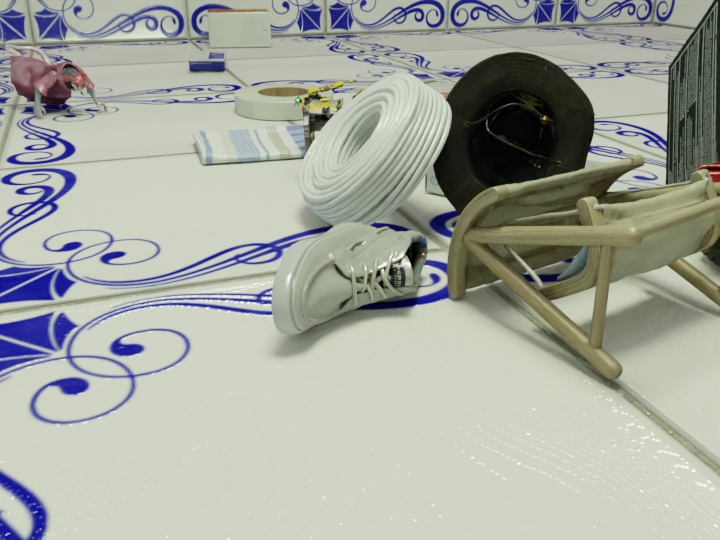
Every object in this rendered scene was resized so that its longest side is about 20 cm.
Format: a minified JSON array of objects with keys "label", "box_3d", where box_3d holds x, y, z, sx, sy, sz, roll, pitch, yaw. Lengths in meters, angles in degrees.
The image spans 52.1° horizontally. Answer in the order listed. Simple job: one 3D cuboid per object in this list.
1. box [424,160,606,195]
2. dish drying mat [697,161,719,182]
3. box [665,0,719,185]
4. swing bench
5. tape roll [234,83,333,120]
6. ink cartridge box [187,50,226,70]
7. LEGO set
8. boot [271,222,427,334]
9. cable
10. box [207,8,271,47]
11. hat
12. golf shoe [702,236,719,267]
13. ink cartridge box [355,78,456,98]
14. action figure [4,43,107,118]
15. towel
[{"label":"box","box_3d":[0.210,-0.125,0.990,0.198,0.042,0.155,15,28,32]},{"label":"dish drying mat","box_3d":[0.401,-0.075,0.768,0.076,0.018,0.199,6,-10,31]},{"label":"box","box_3d":[0.431,-0.179,0.828,0.121,0.203,0.198,4,-8,7]},{"label":"swing bench","box_3d":[0.213,-0.025,0.655,0.197,0.132,0.199,-16,28,-31]},{"label":"tape roll","box_3d":[-0.151,-0.338,1.468,0.199,0.038,0.203,0,23,0]},{"label":"ink cartridge box","box_3d":[-0.405,-0.555,1.953,0.093,0.038,0.200,-2,22,-8]},{"label":"LEGO set","box_3d":[-0.006,-0.224,1.054,0.197,0.116,0.156,7,57,5]},{"label":"boot","box_3d":[0.000,0.000,0.660,0.094,0.075,0.200,2,22,20]},{"label":"cable","box_3d":[0.013,-0.142,0.859,0.069,0.200,0.200,37,12,-28]},{"label":"box","box_3d":[-0.393,-0.787,2.386,0.197,0.108,0.153,-4,24,-10]},{"label":"hat","box_3d":[0.175,-0.150,0.878,0.197,0.204,0.081,2,7,3]},{"label":"golf shoe","box_3d":[0.439,-0.013,0.728,0.087,0.078,0.199,22,-4,-42]},{"label":"ink cartridge box","box_3d":[0.106,-0.277,1.274,0.198,0.084,0.146,19,30,35]},{"label":"action figure","box_3d":[-0.577,-0.372,1.417,0.198,0.151,0.133,2,13,41]},{"label":"towel","box_3d":[-0.167,-0.205,1.185,0.197,0.024,0.147,-6,26,-15]}]
